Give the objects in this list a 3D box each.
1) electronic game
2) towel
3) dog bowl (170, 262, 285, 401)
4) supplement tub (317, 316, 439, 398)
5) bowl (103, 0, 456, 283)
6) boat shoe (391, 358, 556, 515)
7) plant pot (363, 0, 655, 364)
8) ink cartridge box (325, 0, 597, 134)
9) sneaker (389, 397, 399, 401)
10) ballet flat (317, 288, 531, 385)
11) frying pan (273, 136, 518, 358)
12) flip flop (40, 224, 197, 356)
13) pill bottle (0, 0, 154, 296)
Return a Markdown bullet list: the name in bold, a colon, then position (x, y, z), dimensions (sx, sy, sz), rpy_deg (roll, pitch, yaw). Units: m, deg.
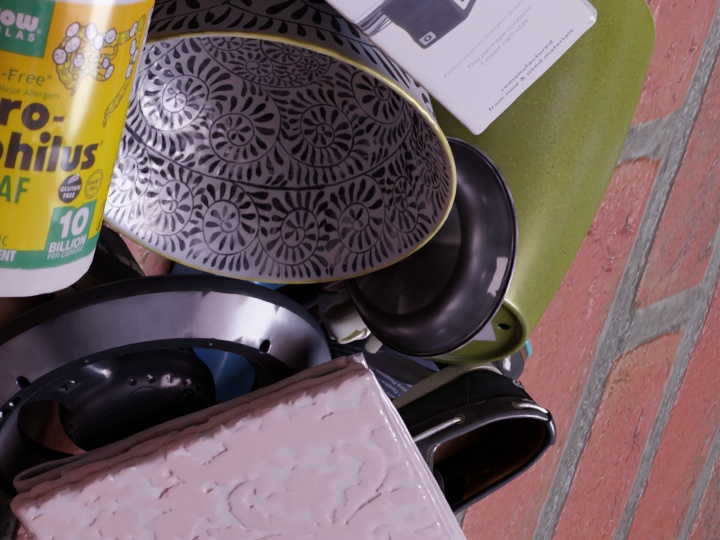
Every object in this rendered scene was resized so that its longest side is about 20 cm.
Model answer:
- **electronic game**: position (-0.112, 0.064, 1.336), dimensions (0.200, 0.199, 0.042), rpy_deg (75, -1, -57)
- **towel**: position (-0.053, 0.143, 1.360), dimensions (0.032, 0.199, 0.191), rpy_deg (-101, 169, -53)
- **dog bowl**: position (-0.073, 0.022, 1.521), dimensions (0.201, 0.049, 0.111), rpy_deg (-67, 158, 4)
- **supplement tub**: position (-0.009, 0.118, 1.642), dimensions (0.200, 0.140, 0.141), rpy_deg (-50, 153, -34)
- **bowl**: position (-0.046, -0.088, 1.333), dimensions (0.201, 0.200, 0.095), rpy_deg (80, 16, -55)
- **boat shoe**: position (0.016, 0.118, 1.435), dimensions (0.200, 0.068, 0.072), rpy_deg (-31, 136, -23)
- **plant pot**: position (0.059, -0.057, 1.478), dimensions (0.187, 0.186, 0.201), rpy_deg (75, 23, -58)
- **ink cartridge box**: position (-0.002, -0.166, 1.174), dimensions (0.084, 0.145, 0.200), rpy_deg (-44, 144, 6)
- **sneaker**: position (-0.022, 0.094, 1.508), dimensions (0.200, 0.084, 0.075), rpy_deg (-5, 120, -52)
- **ballet flat**: position (0.016, 0.019, 1.564), dimensions (0.068, 0.200, 0.068), rpy_deg (-39, 131, -14)
- **frying pan**: position (0.004, -0.017, 1.399), dimensions (0.031, 0.189, 0.116), rpy_deg (10, 89, -49)
- **flip flop**: position (-0.136, 0.020, 1.354), dimensions (0.057, 0.081, 0.200), rpy_deg (-36, 159, 4)
- **pill bottle**: position (-0.148, -0.100, 1.139), dimensions (0.113, 0.112, 0.201), rpy_deg (-22, 133, -60)
